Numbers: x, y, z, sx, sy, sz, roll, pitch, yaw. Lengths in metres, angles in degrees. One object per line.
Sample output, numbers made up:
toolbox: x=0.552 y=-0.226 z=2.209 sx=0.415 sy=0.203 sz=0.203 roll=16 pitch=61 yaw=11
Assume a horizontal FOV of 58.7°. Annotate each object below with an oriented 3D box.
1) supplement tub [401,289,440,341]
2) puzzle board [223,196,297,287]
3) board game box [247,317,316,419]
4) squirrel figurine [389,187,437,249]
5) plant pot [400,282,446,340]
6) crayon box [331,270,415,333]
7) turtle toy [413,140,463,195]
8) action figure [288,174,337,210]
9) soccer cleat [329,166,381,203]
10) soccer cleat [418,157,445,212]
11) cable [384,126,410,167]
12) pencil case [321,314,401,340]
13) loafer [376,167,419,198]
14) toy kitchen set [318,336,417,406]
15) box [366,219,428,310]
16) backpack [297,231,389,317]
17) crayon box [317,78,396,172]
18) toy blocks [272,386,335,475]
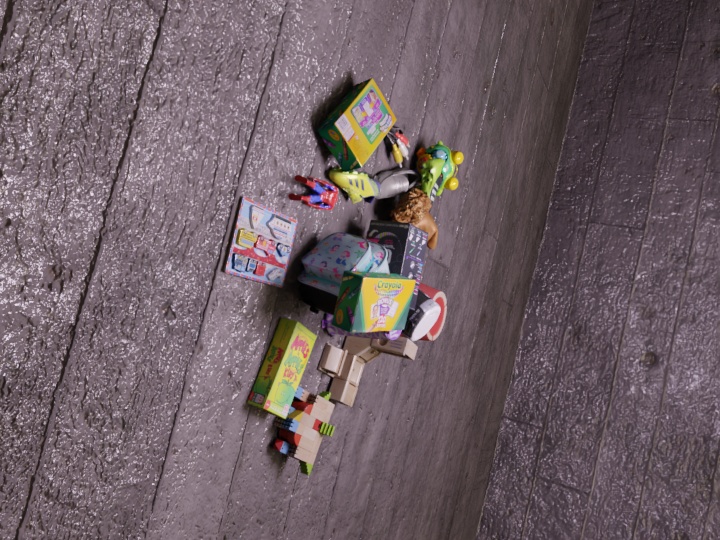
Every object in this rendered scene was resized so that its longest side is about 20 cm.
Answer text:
supplement tub: x=0.102 y=0.082 z=1.695 sx=0.122 sy=0.200 sz=0.123 roll=-39 pitch=154 yaw=-23
puzzle board: x=-0.198 y=-0.053 z=1.318 sx=0.200 sy=0.017 sz=0.152 roll=22 pitch=81 yaw=-62
board game box: x=-0.172 y=0.218 z=1.429 sx=0.102 sy=0.047 sz=0.201 roll=48 pitch=58 yaw=-56
squirrel figurine: x=0.111 y=-0.124 z=1.743 sx=0.186 sy=0.141 sz=0.201 roll=-26 pitch=141 yaw=-36
plant pot: x=0.140 y=0.114 z=1.834 sx=0.200 sy=0.176 sz=0.202 roll=-32 pitch=128 yaw=-54
crayon box: x=0.032 y=0.067 z=1.385 sx=0.199 sy=0.058 sz=0.120 roll=3 pitch=102 yaw=-52
turtle toy: x=0.209 y=-0.282 z=1.881 sx=0.101 sy=0.145 sz=0.201 roll=6 pitch=98 yaw=-41
action figure: x=-0.097 y=-0.172 z=1.430 sx=0.200 sy=0.051 sz=0.066 roll=6 pitch=100 yaw=-67
soccer cleat: x=-0.012 y=-0.204 z=1.560 sx=0.200 sy=0.064 sz=0.084 roll=2 pitch=109 yaw=-60
soccer cleat: x=0.195 y=-0.225 z=1.807 sx=0.081 sy=0.067 sz=0.201 roll=-25 pitch=140 yaw=-39
cable: x=0.086 y=-0.365 z=1.693 sx=0.200 sy=0.050 sz=0.098 roll=50 pitch=55 yaw=-57
pencil case: x=0.004 y=0.126 z=1.573 sx=0.085 sy=0.199 sz=0.085 roll=-7 pitch=96 yaw=-59
loafer: x=0.097 y=-0.239 z=1.738 sx=0.200 sy=0.069 sz=0.070 roll=-38 pitch=132 yaw=-51
toy kitchen set: x=0.013 y=0.248 z=1.644 sx=0.163 sy=0.180 sz=0.201 roll=43 pitch=61 yaw=-57
box: x=0.079 y=-0.014 z=1.589 sx=0.106 sy=0.122 sz=0.201 roll=19 pitch=80 yaw=-55
backpack: x=-0.031 y=0.001 z=1.474 sx=0.200 sy=0.177 sz=0.151 roll=-40 pitch=136 yaw=-39
crayon box: x=-0.004 y=-0.337 z=1.478 sx=0.119 sy=0.058 sz=0.200 roll=55 pitch=48 yaw=-27
toy blocks: x=-0.143 y=0.362 z=1.508 sx=0.137 sy=0.100 sz=0.201 roll=41 pitch=63 yaw=-45
